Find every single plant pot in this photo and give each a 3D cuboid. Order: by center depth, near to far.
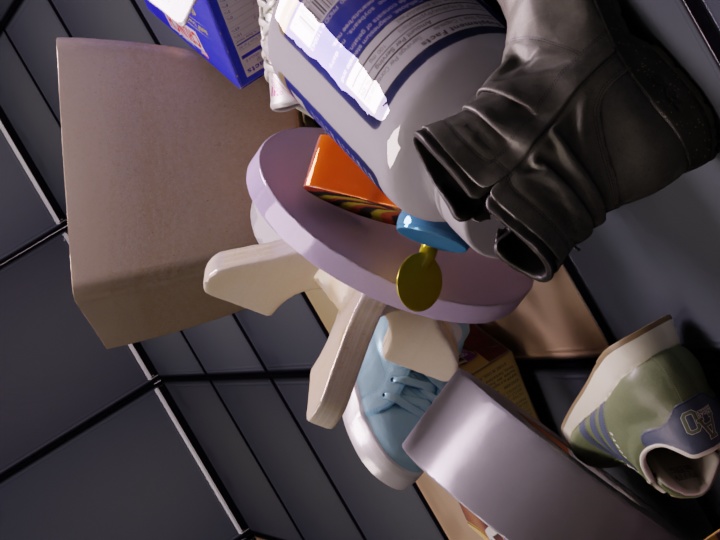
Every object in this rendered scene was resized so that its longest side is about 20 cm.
[{"bbox_3d":[-0.127,-0.064,1.970,0.200,0.176,0.201,79,-174,-77],"label":"plant pot"}]

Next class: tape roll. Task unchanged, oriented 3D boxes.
[{"bbox_3d":[0.125,0.148,1.680,0.200,0.066,0.200,37,-178,-2],"label":"tape roll"}]

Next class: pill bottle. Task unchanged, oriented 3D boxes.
[{"bbox_3d":[0.043,-0.099,1.477,0.200,0.119,0.120,49,164,40],"label":"pill bottle"}]

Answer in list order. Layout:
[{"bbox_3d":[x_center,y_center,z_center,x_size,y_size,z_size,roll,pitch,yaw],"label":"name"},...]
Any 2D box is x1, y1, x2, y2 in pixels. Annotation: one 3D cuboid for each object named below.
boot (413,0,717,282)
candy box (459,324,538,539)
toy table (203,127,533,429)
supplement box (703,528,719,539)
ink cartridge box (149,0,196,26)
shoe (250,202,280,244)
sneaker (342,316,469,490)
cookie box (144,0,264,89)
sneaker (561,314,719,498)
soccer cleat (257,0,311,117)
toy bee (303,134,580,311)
[{"bbox_3d":[0.078,-0.097,1.318,0.200,0.130,0.068,52,166,27],"label":"boot"},{"bbox_3d":[0.096,0.128,1.918,0.117,0.056,0.201,39,156,56],"label":"candy box"},{"bbox_3d":[0.000,0.000,1.682,0.199,0.184,0.117,29,129,-7],"label":"toy table"},{"bbox_3d":[0.240,0.199,1.483,0.111,0.085,0.200,55,167,13],"label":"supplement box"},{"bbox_3d":[-0.117,-0.264,1.668,0.050,0.163,0.200,12,-160,-44],"label":"ink cartridge box"},{"bbox_3d":[0.021,-0.046,1.819,0.199,0.091,0.072,-2,102,44],"label":"shoe"},{"bbox_3d":[0.038,0.055,1.784,0.074,0.082,0.201,26,-136,-25],"label":"sneaker"},{"bbox_3d":[-0.125,-0.256,1.862,0.171,0.075,0.201,42,158,50],"label":"cookie box"},{"bbox_3d":[0.175,0.103,1.552,0.090,0.067,0.200,58,166,17],"label":"sneaker"},{"bbox_3d":[-0.040,-0.159,1.733,0.201,0.086,0.070,58,167,7],"label":"soccer cleat"},{"bbox_3d":[0.067,-0.030,1.580,0.200,0.131,0.109,37,-178,34],"label":"toy bee"}]
